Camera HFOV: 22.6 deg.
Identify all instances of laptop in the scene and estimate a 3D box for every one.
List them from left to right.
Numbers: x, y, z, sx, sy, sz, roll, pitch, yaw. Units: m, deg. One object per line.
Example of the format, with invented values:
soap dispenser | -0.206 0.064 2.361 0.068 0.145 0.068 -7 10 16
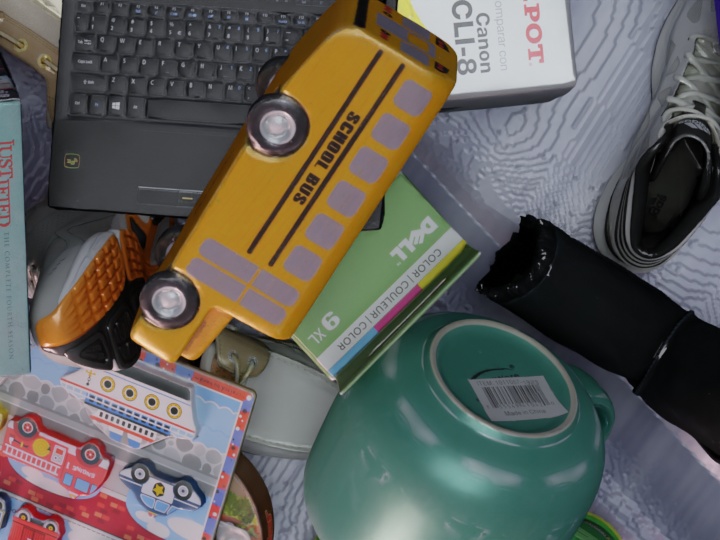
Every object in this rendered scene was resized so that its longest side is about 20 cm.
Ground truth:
laptop | -0.070 -0.126 0.887 0.176 0.103 0.201 4 89 2

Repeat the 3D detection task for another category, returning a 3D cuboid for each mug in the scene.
mug | 0.062 0.089 0.997 0.151 0.185 0.115 28 128 3

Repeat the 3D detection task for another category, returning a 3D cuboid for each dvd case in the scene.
dvd case | -0.200 -0.052 0.955 0.022 0.200 0.147 -5 115 -18

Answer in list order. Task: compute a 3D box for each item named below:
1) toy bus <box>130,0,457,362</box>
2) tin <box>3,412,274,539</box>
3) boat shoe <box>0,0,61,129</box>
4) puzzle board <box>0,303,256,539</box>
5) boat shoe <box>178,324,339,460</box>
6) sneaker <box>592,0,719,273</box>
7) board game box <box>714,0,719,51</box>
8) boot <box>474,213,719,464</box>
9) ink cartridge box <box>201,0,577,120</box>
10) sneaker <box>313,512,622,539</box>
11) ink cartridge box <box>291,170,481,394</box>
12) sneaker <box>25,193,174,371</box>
toy bus | -0.037 -0.039 0.884 0.078 0.065 0.200 29 112 -11
tin | -0.146 0.139 1.048 0.199 0.042 0.113 9 107 13
boat shoe | -0.159 -0.110 1.047 0.200 0.074 0.069 42 93 6
puzzle board | -0.171 0.104 1.020 0.199 0.017 0.151 20 105 10
boat shoe | -0.088 0.066 1.056 0.199 0.068 0.075 17 92 -3
sneaker | 0.202 -0.091 1.035 0.075 0.115 0.201 22 90 -3
board game box | 0.249 -0.158 1.026 0.045 0.134 0.201 -5 94 36
boot | 0.157 0.035 1.006 0.162 0.198 0.074 35 88 -10
ink cartridge box | 0.013 -0.160 1.010 0.199 0.145 0.146 -6 92 -1
sneaker | 0.061 0.172 1.060 0.199 0.084 0.075 -4 94 -1
ink cartridge box | 0.000 0.000 0.990 0.104 0.200 0.059 -44 96 0
sneaker | -0.162 0.003 0.995 0.091 0.200 0.076 -3 109 7
